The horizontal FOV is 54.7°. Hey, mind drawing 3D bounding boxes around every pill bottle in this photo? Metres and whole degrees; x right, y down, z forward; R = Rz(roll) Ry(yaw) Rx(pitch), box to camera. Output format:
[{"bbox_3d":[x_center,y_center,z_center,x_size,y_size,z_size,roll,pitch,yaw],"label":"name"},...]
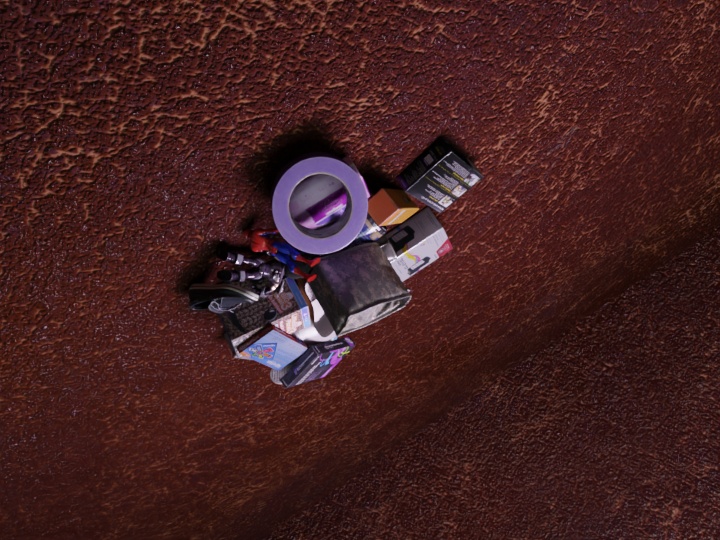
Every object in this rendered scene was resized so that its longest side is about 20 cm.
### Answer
[{"bbox_3d":[-0.044,-0.079,1.677,0.199,0.112,0.112,-38,151,11],"label":"pill bottle"}]

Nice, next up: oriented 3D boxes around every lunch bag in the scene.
[{"bbox_3d":[0.002,0.036,1.606,0.199,0.165,0.118,-19,155,-31],"label":"lunch bag"}]

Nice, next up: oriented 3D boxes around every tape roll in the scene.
[{"bbox_3d":[-0.087,-0.141,1.448,0.198,0.085,0.202,-3,107,-8],"label":"tape roll"}]

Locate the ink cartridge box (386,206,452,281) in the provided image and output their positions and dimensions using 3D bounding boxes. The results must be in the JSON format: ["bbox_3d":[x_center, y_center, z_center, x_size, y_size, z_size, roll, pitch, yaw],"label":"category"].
[{"bbox_3d":[0.138,-0.061,1.910,0.199,0.083,0.146,-34,152,4],"label":"ink cartridge box"}]

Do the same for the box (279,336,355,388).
[{"bbox_3d":[-0.112,0.246,1.873,0.143,0.036,0.199,-48,159,22],"label":"box"}]

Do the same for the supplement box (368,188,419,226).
[{"bbox_3d":[0.076,-0.151,1.658,0.069,0.067,0.200,-41,172,19],"label":"supplement box"}]

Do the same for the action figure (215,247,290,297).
[{"bbox_3d":[-0.237,-0.005,1.613,0.199,0.132,0.069,10,174,-44],"label":"action figure"}]

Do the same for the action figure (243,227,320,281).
[{"bbox_3d":[-0.167,-0.052,1.550,0.099,0.199,0.066,-32,144,-55],"label":"action figure"}]

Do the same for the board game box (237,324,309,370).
[{"bbox_3d":[-0.210,0.191,1.705,0.103,0.020,0.200,-36,152,6],"label":"board game box"}]

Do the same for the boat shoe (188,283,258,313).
[{"bbox_3d":[-0.314,0.066,1.586,0.198,0.063,0.075,0,161,31],"label":"boat shoe"}]

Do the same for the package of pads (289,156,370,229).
[{"bbox_3d":[-0.083,-0.159,1.551,0.199,0.076,0.121,-31,154,0],"label":"package of pads"}]

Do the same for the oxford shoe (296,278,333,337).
[{"bbox_3d":[-0.109,0.079,1.734,0.071,0.071,0.201,-32,128,-23],"label":"oxford shoe"}]

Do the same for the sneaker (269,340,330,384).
[{"bbox_3d":[-0.161,0.246,1.954,0.200,0.075,0.105,-40,163,-2],"label":"sneaker"}]

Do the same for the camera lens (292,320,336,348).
[{"bbox_3d":[-0.122,0.116,1.856,0.199,0.161,0.160,-25,151,-10],"label":"camera lens"}]

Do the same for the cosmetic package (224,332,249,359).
[{"bbox_3d":[-0.264,0.188,1.915,0.107,0.091,0.199,-42,147,17],"label":"cosmetic package"}]

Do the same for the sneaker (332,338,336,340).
[{"bbox_3d":[-0.065,0.151,2.057,0.089,0.079,0.201,-20,150,-27],"label":"sneaker"}]

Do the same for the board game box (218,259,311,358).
[{"bbox_3d":[-0.244,0.089,1.699,0.199,0.160,0.097,-24,152,-13],"label":"board game box"}]

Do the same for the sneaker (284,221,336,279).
[{"bbox_3d":[-0.100,-0.051,1.587,0.200,0.076,0.091,-39,177,12],"label":"sneaker"}]

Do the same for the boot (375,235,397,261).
[{"bbox_3d":[0.001,0.000,1.787,0.198,0.183,0.073,-18,163,-15],"label":"boot"}]

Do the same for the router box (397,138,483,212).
[{"bbox_3d":[0.202,-0.231,1.735,0.149,0.051,0.199,-40,150,19],"label":"router box"}]
